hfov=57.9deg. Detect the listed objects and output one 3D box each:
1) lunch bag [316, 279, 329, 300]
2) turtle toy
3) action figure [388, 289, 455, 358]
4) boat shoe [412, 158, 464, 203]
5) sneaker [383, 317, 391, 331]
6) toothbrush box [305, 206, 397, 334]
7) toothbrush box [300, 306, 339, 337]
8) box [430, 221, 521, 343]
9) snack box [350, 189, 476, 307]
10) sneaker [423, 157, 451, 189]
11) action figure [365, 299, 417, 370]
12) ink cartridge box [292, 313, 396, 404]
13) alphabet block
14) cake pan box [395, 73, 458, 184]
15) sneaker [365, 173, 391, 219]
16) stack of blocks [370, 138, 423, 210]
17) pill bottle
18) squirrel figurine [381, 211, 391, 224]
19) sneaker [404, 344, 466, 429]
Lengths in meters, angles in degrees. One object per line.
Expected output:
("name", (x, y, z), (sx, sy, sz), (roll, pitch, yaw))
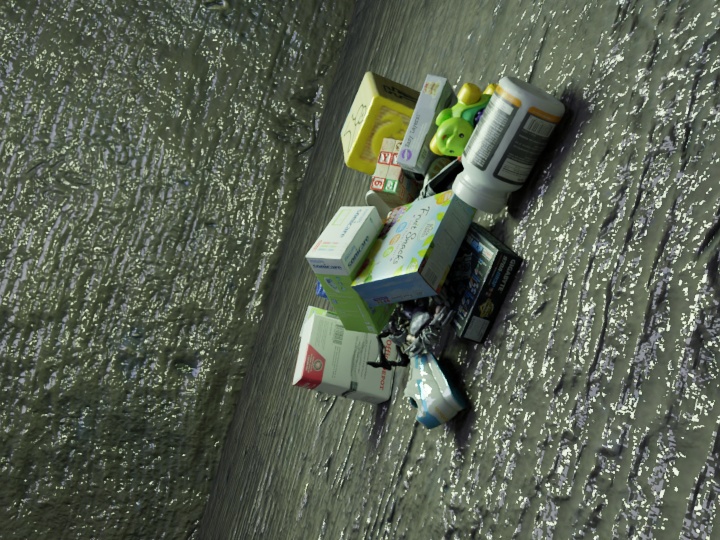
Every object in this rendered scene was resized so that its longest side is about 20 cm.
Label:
("lunch bag", (-0.028, 0.034, 1.612), (0.201, 0.150, 0.094), (-83, 18, -53))
("turtle toy", (0.200, -0.252, 1.173), (0.101, 0.199, 0.146), (50, 131, 25))
("action figure", (0.099, 0.070, 1.144), (0.130, 0.069, 0.200), (-40, 29, 14))
("boat shoe", (0.144, -0.140, 1.269), (0.200, 0.068, 0.072), (-42, 62, 11))
("sneaker", (0.003, 0.068, 1.496), (0.200, 0.074, 0.088), (48, 165, 38))
("toothbrush box", (0.000, 0.000, 1.242), (0.086, 0.201, 0.146), (4, 46, 34))
("toothbrush box", (-0.052, 0.151, 1.590), (0.200, 0.145, 0.087), (175, 112, -74))
("box", (0.190, 0.012, 1.126), (0.200, 0.046, 0.160), (-117, 46, -68))
("snack box", (0.095, -0.039, 1.149), (0.168, 0.068, 0.201), (-13, 40, 48))
("sneaker", (0.149, -0.139, 1.367), (0.088, 0.075, 0.202), (146, 139, -65))
("action figure", (0.068, 0.097, 1.331), (0.118, 0.102, 0.202), (-7, 65, 35))
("ink cartridge box", (-0.031, 0.194, 1.406), (0.084, 0.198, 0.146), (133, 150, -62))
("alphabet block", (0.075, -0.350, 1.624), (0.201, 0.195, 0.196), (-98, 28, -56))
("cake pan box", (0.151, -0.286, 1.382), (0.184, 0.052, 0.202), (15, -85, -68))
("sneaker", (0.061, -0.155, 1.593), (0.201, 0.070, 0.100), (70, -155, -49))
("stack of blocks", (0.092, -0.203, 1.462), (0.200, 0.058, 0.116), (32, -108, -68))
("pill bottle", (0.236, -0.202, 1.064), (0.117, 0.116, 0.201), (-99, 31, -58))
("squirrel figurine", (0.061, -0.062, 1.466), (0.187, 0.198, 0.143), (-41, -53, -63))
("sneaker", (0.110, 0.189, 1.118), (0.081, 0.077, 0.200), (-39, 22, 7))
